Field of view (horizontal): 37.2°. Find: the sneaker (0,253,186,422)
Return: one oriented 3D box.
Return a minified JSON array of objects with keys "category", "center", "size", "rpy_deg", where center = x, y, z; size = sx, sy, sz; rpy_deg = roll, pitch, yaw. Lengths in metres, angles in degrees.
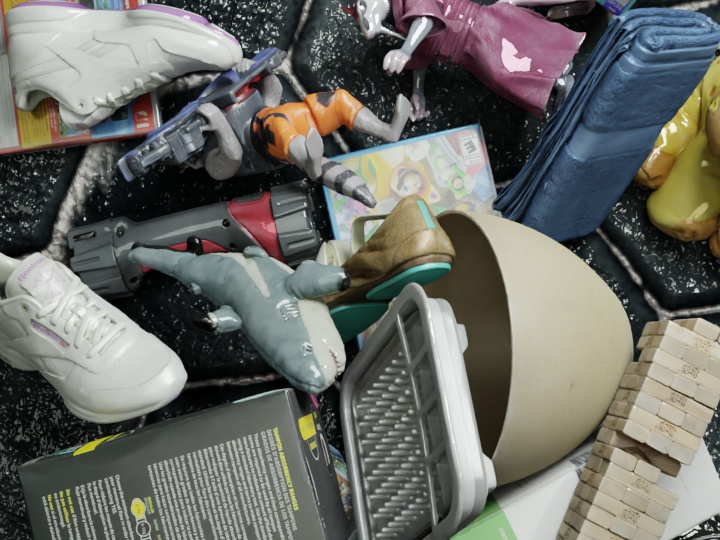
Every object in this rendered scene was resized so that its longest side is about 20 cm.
[{"category":"sneaker","center":[-0.220,0.047,0.804],"size":[0.197,0.101,0.075],"rpy_deg":[20,49,25]}]

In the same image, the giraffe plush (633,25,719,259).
[{"category":"giraffe plush","center":[0.310,-0.115,0.822],"size":[0.170,0.162,0.203],"rpy_deg":[26,89,0]}]

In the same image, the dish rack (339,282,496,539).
[{"category":"dish rack","center":[0.039,0.122,0.773],"size":[0.043,0.201,0.174],"rpy_deg":[1,62,-21]}]

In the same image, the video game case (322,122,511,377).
[{"category":"video game case","center":[0.054,-0.007,0.889],"size":[0.140,0.018,0.204],"rpy_deg":[-13,90,-2]}]

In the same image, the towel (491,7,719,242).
[{"category":"towel","center":[0.185,-0.107,0.809],"size":[0.110,0.202,0.049],"rpy_deg":[-11,52,-37]}]

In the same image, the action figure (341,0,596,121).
[{"category":"action figure","center":[0.080,-0.191,0.836],"size":[0.197,0.134,0.151],"rpy_deg":[24,88,-3]}]

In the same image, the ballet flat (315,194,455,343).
[{"category":"ballet flat","center":[0.000,0.000,0.820],"size":[0.067,0.200,0.074],"rpy_deg":[-1,68,-31]}]

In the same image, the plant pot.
[{"category":"plant pot","center":[0.123,0.058,0.799],"size":[0.132,0.200,0.205],"rpy_deg":[0,89,-21]}]

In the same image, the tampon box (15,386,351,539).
[{"category":"tampon box","center":[-0.120,0.170,0.781],"size":[0.196,0.150,0.129],"rpy_deg":[-16,85,2]}]

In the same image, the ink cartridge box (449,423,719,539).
[{"category":"ink cartridge box","center":[0.163,0.178,0.824],"size":[0.197,0.146,0.085],"rpy_deg":[-27,89,-1]}]

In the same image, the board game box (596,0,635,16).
[{"category":"board game box","center":[0.165,-0.316,0.853],"size":[0.198,0.045,0.153],"rpy_deg":[34,61,-1]}]

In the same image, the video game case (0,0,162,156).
[{"category":"video game case","center":[-0.270,-0.172,0.887],"size":[0.196,0.017,0.146],"rpy_deg":[-8,89,-1]}]

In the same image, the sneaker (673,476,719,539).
[{"category":"sneaker","center":[0.269,0.231,0.870],"size":[0.197,0.080,0.074],"rpy_deg":[-18,49,-14]}]

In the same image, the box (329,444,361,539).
[{"category":"box","center":[-0.075,0.232,0.873],"size":[0.136,0.038,0.201],"rpy_deg":[37,89,0]}]

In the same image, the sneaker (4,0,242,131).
[{"category":"sneaker","center":[-0.186,-0.158,0.843],"size":[0.196,0.075,0.102],"rpy_deg":[5,93,14]}]

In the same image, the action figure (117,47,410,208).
[{"category":"action figure","center":[-0.084,-0.091,0.820],"size":[0.200,0.191,0.106],"rpy_deg":[-43,127,-37]}]

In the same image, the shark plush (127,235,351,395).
[{"category":"shark plush","center":[-0.090,0.017,0.786],"size":[0.199,0.092,0.083],"rpy_deg":[35,47,13]}]

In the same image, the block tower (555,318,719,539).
[{"category":"block tower","center":[0.190,0.129,0.727],"size":[0.053,0.058,0.203],"rpy_deg":[24,85,1]}]

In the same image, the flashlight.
[{"category":"flashlight","center":[-0.131,-0.018,0.867],"size":[0.196,0.068,0.069],"rpy_deg":[-15,64,2]}]
